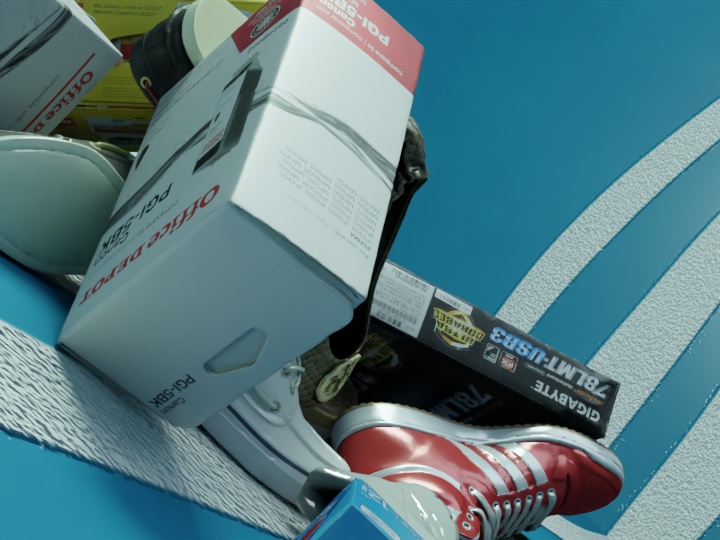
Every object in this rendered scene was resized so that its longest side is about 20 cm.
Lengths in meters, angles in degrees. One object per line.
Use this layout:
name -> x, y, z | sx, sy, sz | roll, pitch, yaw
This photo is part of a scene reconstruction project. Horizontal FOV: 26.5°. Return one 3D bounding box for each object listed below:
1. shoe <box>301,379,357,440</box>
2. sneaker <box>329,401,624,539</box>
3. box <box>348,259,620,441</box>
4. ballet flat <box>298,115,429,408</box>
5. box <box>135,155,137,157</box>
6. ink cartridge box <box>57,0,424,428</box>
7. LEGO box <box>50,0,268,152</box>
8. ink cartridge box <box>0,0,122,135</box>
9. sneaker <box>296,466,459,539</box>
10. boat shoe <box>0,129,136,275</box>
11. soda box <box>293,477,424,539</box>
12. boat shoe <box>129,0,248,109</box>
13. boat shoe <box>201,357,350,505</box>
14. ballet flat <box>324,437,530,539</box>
shoe -> -0.092, 0.044, 0.960 | 0.200, 0.053, 0.070 | 40, 37, -11
sneaker -> 0.081, 0.150, 0.942 | 0.200, 0.071, 0.113 | 10, 40, -19
box -> 0.044, 0.074, 1.054 | 0.198, 0.050, 0.200 | 30, -25, -12
ballet flat -> 0.000, 0.000, 0.888 | 0.046, 0.200, 0.067 | 24, 26, 15
box -> -0.145, -0.037, 1.083 | 0.064, 0.070, 0.200 | 46, 3, -3
ink cartridge box -> -0.056, -0.041, 0.774 | 0.083, 0.147, 0.200 | 38, 39, -22
LEGO box -> -0.123, -0.129, 1.030 | 0.199, 0.077, 0.149 | 2, -7, -2
ink cartridge box -> -0.210, -0.117, 0.825 | 0.068, 0.116, 0.200 | 46, 4, 25
sneaker -> 0.029, 0.168, 0.780 | 0.087, 0.075, 0.200 | 27, 6, -37
boat shoe -> -0.154, -0.037, 0.853 | 0.060, 0.072, 0.202 | 35, 10, 36
soda box -> 0.046, 0.182, 0.633 | 0.200, 0.068, 0.064 | 45, 3, 0
boat shoe -> -0.054, -0.082, 0.927 | 0.201, 0.063, 0.074 | 43, 44, -33
boat shoe -> -0.063, 0.061, 0.859 | 0.200, 0.067, 0.074 | 43, 3, -26
ballet flat -> 0.045, 0.170, 1.002 | 0.200, 0.068, 0.075 | 40, 23, 17
